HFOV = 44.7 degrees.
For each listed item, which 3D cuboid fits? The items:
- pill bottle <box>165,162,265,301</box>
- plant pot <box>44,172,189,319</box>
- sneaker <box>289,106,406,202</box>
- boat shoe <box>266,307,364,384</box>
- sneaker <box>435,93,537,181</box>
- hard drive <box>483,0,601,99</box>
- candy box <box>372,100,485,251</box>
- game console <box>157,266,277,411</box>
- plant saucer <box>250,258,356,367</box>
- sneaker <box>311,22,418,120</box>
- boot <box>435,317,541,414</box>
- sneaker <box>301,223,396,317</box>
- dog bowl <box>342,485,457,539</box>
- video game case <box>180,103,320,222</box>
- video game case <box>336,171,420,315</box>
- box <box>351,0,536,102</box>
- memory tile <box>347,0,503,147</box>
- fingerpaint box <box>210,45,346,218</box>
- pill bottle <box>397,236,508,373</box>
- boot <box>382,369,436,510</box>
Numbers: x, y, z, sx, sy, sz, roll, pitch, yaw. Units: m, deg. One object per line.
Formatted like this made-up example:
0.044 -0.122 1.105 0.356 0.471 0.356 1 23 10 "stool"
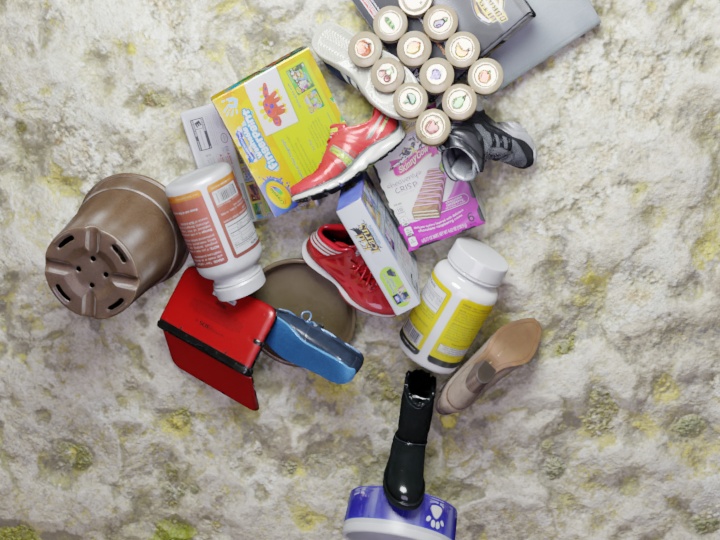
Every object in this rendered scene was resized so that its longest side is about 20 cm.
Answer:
-0.224 -0.059 1.391 0.111 0.112 0.202 -15 109 12 "pill bottle"
-0.394 -0.030 1.402 0.197 0.199 0.203 2 113 6 "plant pot"
-0.029 -0.173 1.299 0.199 0.077 0.085 -35 90 -4 "sneaker"
-0.084 0.123 1.461 0.199 0.069 0.085 34 129 17 "boat shoe"
0.181 -0.173 1.293 0.199 0.115 0.075 28 153 -32 "sneaker"
0.229 -0.366 1.281 0.199 0.033 0.140 -32 105 18 "hard drive"
0.101 -0.148 1.369 0.135 0.061 0.202 -20 107 15 "candy box"
-0.235 0.116 1.499 0.198 0.119 0.174 24 84 23 "game console"
-0.103 0.070 1.498 0.197 0.030 0.203 2 111 6 "plant saucer"
0.019 -0.288 1.289 0.200 0.084 0.075 44 96 15 "sneaker"
0.205 0.164 1.463 0.071 0.199 0.146 51 145 8 "boot"
0.000 0.000 1.403 0.199 0.116 0.079 31 68 -7 "sneaker"
0.070 0.446 1.542 0.197 0.080 0.201 9 153 5 "dog bowl"
-0.175 -0.179 1.411 0.179 0.023 0.202 -12 109 11 "video game case"
0.029 -0.051 1.339 0.045 0.200 0.183 -27 106 11 "video game case"
0.115 -0.380 1.251 0.198 0.050 0.201 -36 88 22 "box"
0.090 -0.290 1.220 0.153 0.017 0.200 -41 82 7 "memory tile"
-0.109 -0.211 1.336 0.166 0.073 0.202 -30 109 -3 "fingerpaint box"
0.151 0.055 1.415 0.113 0.115 0.202 26 113 -4 "pill bottle"
0.088 0.276 1.471 0.072 0.199 0.164 11 120 0 "boot"
